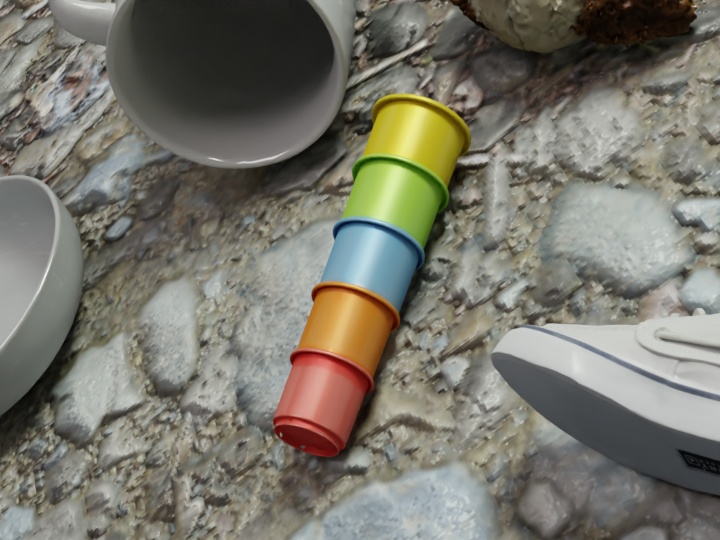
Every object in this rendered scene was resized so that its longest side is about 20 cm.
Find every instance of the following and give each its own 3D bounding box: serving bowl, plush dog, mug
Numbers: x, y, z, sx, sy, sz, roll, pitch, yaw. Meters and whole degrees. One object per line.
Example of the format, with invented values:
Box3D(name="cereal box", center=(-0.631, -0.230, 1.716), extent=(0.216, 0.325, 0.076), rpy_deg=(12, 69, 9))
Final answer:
Box3D(name="serving bowl", center=(-0.254, 0.036, 1.046), extent=(0.199, 0.066, 0.201), rpy_deg=(-25, 41, 24))
Box3D(name="plush dog", center=(0.118, -0.206, 0.886), extent=(0.199, 0.160, 0.173), rpy_deg=(21, 97, 52))
Box3D(name="mug", center=(-0.100, -0.176, 1.010), extent=(0.198, 0.149, 0.176), rpy_deg=(4, 39, 2))

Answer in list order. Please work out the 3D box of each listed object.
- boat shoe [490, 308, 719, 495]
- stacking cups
Box3D(name="boat shoe", center=(0.147, 0.052, 0.670), extent=(0.199, 0.074, 0.066), rpy_deg=(19, 64, 39))
Box3D(name="stacking cups", center=(0.000, 0.000, 0.849), extent=(0.060, 0.061, 0.201), rpy_deg=(-2, 54, 41))
